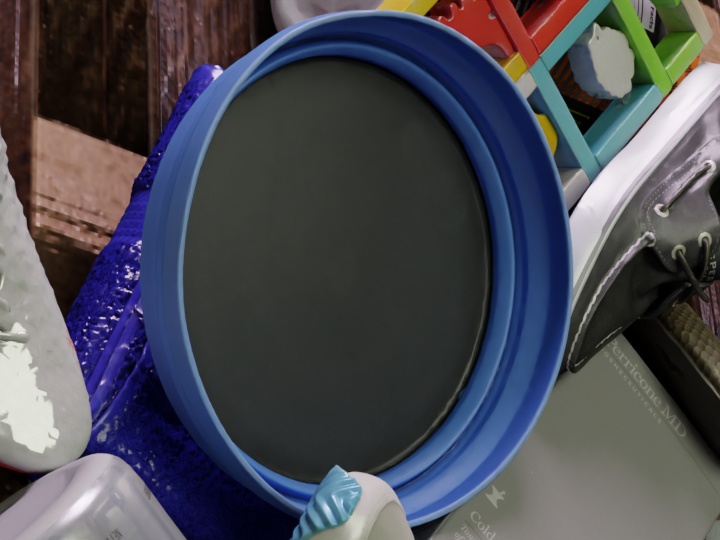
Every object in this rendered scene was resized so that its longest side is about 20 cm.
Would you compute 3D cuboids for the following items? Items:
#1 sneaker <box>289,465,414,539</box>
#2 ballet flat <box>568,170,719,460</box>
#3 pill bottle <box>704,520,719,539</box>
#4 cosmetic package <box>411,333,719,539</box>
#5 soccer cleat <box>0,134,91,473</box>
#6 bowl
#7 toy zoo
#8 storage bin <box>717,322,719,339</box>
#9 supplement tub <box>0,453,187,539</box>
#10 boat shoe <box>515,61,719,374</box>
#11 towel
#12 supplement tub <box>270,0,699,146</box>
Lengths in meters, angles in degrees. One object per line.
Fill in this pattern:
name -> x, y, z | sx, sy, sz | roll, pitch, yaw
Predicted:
sneaker -> 0.019, 0.149, 0.756 | 0.077, 0.080, 0.201 | -57, 147, -38
ballet flat -> 0.138, 0.013, 0.990 | 0.046, 0.068, 0.200 | -24, 49, -15
pill bottle -> 0.157, 0.190, 0.882 | 0.107, 0.106, 0.200 | 56, 19, -5
cosmetic package -> 0.074, 0.121, 0.899 | 0.107, 0.090, 0.200 | 50, 44, -6
soccer cleat -> -0.150, -0.022, 0.732 | 0.068, 0.085, 0.201 | -18, 73, -43
bowl -> 0.000, 0.000, 0.806 | 0.200, 0.039, 0.202 | 0, 90, -40
toy zoo -> 0.072, -0.092, 0.902 | 0.200, 0.020, 0.132 | -48, 122, -27
storage bin -> 0.271, 0.049, 1.113 | 0.134, 0.146, 0.201 | 34, 46, -14
supplement tub -> -0.073, 0.172, 0.691 | 0.201, 0.122, 0.123 | 54, 41, -8
boat shoe -> 0.140, -0.017, 0.929 | 0.066, 0.070, 0.200 | 26, 49, 20
towel -> -0.043, 0.028, 0.836 | 0.147, 0.049, 0.201 | 38, 55, -23
supplement tub -> 0.065, -0.125, 0.990 | 0.199, 0.122, 0.123 | 18, 56, -41
